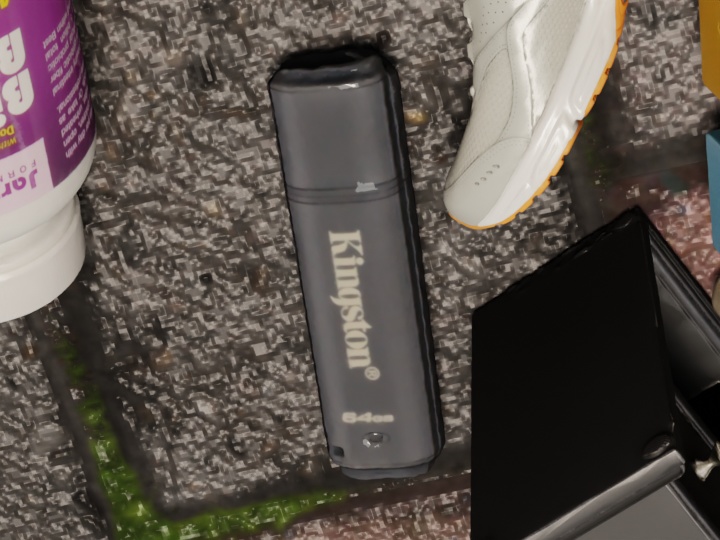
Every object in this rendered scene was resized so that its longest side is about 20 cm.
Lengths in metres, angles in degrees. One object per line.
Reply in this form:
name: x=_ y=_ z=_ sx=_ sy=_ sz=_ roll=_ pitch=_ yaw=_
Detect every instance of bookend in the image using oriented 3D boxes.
bookend: x=0.138 y=0.111 z=0.908 sx=0.092 sy=0.200 sz=0.199 roll=-33 pitch=110 yaw=18

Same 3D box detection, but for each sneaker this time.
sneaker: x=0.064 y=-0.115 z=0.877 sx=0.092 sy=0.076 sz=0.201 roll=23 pitch=108 yaw=0

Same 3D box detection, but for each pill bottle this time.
pill bottle: x=-0.164 y=-0.079 z=0.868 sx=0.112 sy=0.113 sz=0.201 roll=-3 pitch=130 yaw=5

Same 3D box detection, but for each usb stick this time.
usb stick: x=0.000 y=0.000 z=0.952 sx=0.055 sy=0.033 sz=0.201 roll=-6 pitch=117 yaw=5

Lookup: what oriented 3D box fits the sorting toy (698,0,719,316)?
sorting toy: x=0.167 y=-0.041 z=0.838 sx=0.036 sy=0.185 sz=0.201 roll=-8 pitch=116 yaw=-11
